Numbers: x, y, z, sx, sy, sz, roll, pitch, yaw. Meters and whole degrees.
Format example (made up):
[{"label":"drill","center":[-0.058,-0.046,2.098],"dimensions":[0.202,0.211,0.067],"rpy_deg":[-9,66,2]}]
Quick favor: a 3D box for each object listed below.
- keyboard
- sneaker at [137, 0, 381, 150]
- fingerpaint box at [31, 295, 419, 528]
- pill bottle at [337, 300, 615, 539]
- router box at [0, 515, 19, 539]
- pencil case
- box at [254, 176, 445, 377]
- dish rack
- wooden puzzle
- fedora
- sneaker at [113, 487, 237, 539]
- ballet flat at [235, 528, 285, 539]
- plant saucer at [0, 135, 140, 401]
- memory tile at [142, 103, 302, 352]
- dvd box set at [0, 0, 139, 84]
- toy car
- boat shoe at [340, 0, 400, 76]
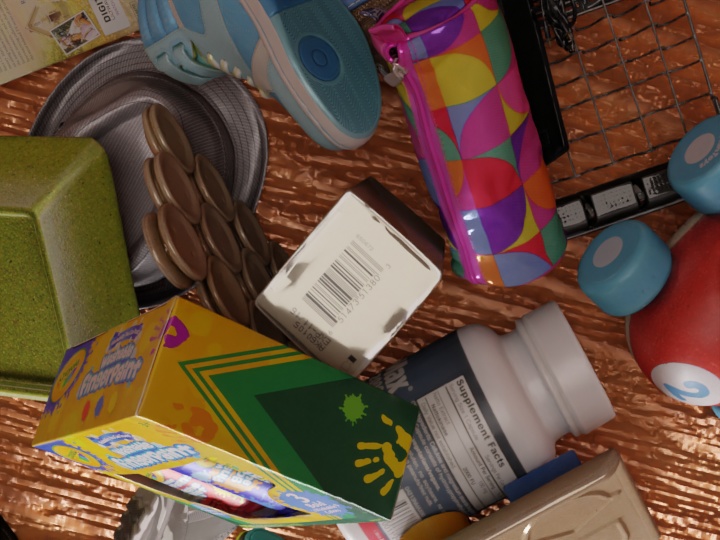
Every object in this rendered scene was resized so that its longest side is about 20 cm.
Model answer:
[{"label":"keyboard","center":[0.103,-0.168,0.848],"dimensions":[0.103,0.039,0.203],"rpy_deg":[-12,94,42]},{"label":"sneaker","center":[-0.073,-0.142,0.836],"dimensions":[0.130,0.079,0.202],"rpy_deg":[-40,75,42]},{"label":"fingerpaint box","center":[-0.088,0.097,0.770],"dimensions":[0.165,0.199,0.074],"rpy_deg":[27,67,-24]},{"label":"pill bottle","center":[0.069,0.108,0.880],"dimensions":[0.198,0.120,0.121],"rpy_deg":[-29,93,6]},{"label":"router box","center":[-0.361,0.198,0.947],"dimensions":[0.149,0.062,0.201],"rpy_deg":[-36,92,8]},{"label":"pencil case","center":[0.068,-0.084,0.799],"dimensions":[0.087,0.089,0.202],"rpy_deg":[-21,118,6]},{"label":"box","center":[0.000,0.000,0.833],"dimensions":[0.078,0.200,0.095],"rpy_deg":[41,96,-1]},{"label":"dish rack","center":[0.169,-0.134,0.883],"dimensions":[0.151,0.055,0.203],"rpy_deg":[-18,92,5]},{"label":"wooden puzzle","center":[0.105,0.186,0.863],"dimensions":[0.183,0.200,0.047],"rpy_deg":[-29,59,6]},{"label":"fedora","center":[-0.163,-0.066,0.892],"dimensions":[0.176,0.090,0.201],"rpy_deg":[39,97,-1]},{"label":"sneaker","center":[-0.112,0.151,0.933],"dimensions":[0.081,0.075,0.202],"rpy_deg":[26,99,-22]},{"label":"ballet flat","center":[-0.028,0.276,0.936],"dimensions":[0.199,0.067,0.067],"rpy_deg":[40,118,-2]},{"label":"plant saucer","center":[-0.250,0.011,0.867],"dimensions":[0.197,0.048,0.203],"rpy_deg":[4,117,22]},{"label":"memory tile","center":[-0.083,-0.004,0.826],"dimensions":[0.017,0.155,0.201],"rpy_deg":[-26,134,12]},{"label":"dvd box set","center":[-0.245,-0.212,0.884],"dimensions":[0.197,0.030,0.148],"rpy_deg":[-20,119,8]},{"label":"toy car","center":[0.269,0.032,0.793],"dimensions":[0.184,0.200,0.177],"rpy_deg":[39,98,-23]},{"label":"boat shoe","center":[0.026,-0.164,0.842],"dimensions":[0.200,0.072,0.073],"rpy_deg":[-42,75,40]}]
